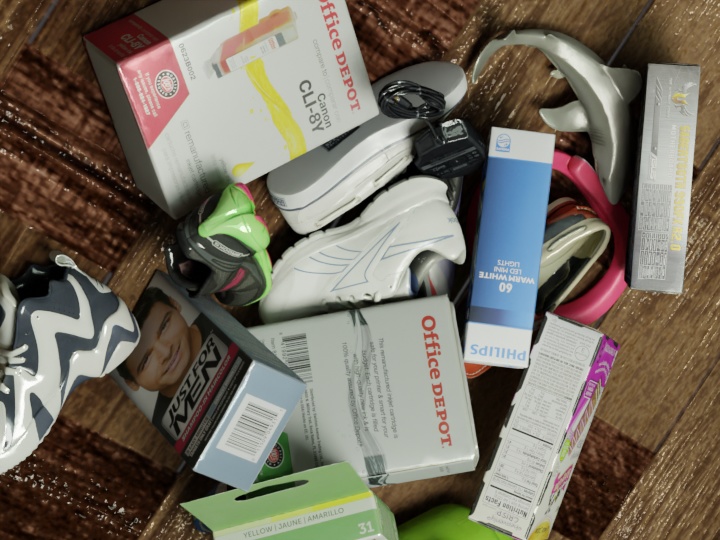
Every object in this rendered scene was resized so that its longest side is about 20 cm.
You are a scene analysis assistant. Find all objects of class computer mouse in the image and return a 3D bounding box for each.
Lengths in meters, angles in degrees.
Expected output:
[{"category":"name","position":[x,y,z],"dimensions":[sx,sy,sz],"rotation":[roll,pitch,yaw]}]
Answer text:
[{"category":"computer mouse","position":[0.057,-0.122,1.466],"dimensions":[0.058,0.034,0.200],"rotation":[-20,159,13]}]

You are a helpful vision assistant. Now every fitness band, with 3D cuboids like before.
[{"category":"fitness band","position":[0.181,-0.029,1.686],"dimensions":[0.144,0.037,0.200],"rotation":[-45,125,-3]}]

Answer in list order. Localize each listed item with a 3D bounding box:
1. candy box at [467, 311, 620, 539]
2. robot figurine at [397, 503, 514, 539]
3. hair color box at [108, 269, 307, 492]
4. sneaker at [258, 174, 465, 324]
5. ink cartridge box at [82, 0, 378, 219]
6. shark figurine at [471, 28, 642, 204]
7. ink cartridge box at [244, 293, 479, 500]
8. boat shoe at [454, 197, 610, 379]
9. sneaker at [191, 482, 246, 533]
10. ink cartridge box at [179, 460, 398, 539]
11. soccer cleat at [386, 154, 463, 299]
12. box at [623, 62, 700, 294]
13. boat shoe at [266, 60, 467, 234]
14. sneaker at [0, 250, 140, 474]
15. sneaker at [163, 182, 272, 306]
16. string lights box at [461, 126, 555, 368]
[{"category":"candy box","position":[0.172,0.146,1.639],"dimensions":[0.201,0.061,0.136],"rotation":[-69,164,-1]},{"category":"robot figurine","position":[0.061,0.295,1.689],"dimensions":[0.199,0.175,0.116],"rotation":[-22,83,-39]},{"category":"hair color box","position":[-0.130,0.086,1.450],"dimensions":[0.060,0.200,0.099],"rotation":[27,96,-35]},{"category":"sneaker","position":[0.000,0.000,1.531],"dimensions":[0.199,0.087,0.074],"rotation":[-33,157,13]},{"category":"ink cartridge box","position":[-0.101,-0.156,1.435],"dimensions":[0.199,0.083,0.146],"rotation":[-28,122,-17]},{"category":"shark figurine","position":[0.203,-0.174,1.596],"dimensions":[0.214,0.089,0.129],"rotation":[41,66,-27]},{"category":"ink cartridge box","position":[-0.006,0.112,1.522],"dimensions":[0.199,0.083,0.148],"rotation":[-9,77,3]},{"category":"boat shoe","position":[0.151,0.023,1.635],"dimensions":[0.200,0.063,0.071],"rotation":[-50,127,3]},{"category":"sneaker","position":[-0.070,0.220,1.633],"dimensions":[0.077,0.076,0.199],"rotation":[-29,146,32]},{"category":"ink cartridge box","position":[-0.054,0.217,1.485],"dimensions":[0.145,0.048,0.200],"rotation":[-15,161,6]},{"category":"soccer cleat","position":[0.059,-0.029,1.605],"dimensions":[0.073,0.068,0.201],"rotation":[-9,110,-65]},{"category":"box","position":[0.272,-0.083,1.615],"dimensions":[0.048,0.158,0.201],"rotation":[4,92,6]},{"category":"boat shoe","position":[0.013,-0.103,1.534],"dimensions":[0.200,0.072,0.066],"rotation":[-39,135,-13]},{"category":"sneaker","position":[-0.283,0.066,1.428],"dimensions":[0.199,0.079,0.130],"rotation":[-40,123,-10]},{"category":"sneaker","position":[-0.119,-0.016,1.449],"dimensions":[0.083,0.077,0.200],"rotation":[-23,163,-8]},{"category":"string lights box","position":[0.128,-0.017,1.557],"dimensions":[0.059,0.103,0.201],"rotation":[7,86,2]}]
